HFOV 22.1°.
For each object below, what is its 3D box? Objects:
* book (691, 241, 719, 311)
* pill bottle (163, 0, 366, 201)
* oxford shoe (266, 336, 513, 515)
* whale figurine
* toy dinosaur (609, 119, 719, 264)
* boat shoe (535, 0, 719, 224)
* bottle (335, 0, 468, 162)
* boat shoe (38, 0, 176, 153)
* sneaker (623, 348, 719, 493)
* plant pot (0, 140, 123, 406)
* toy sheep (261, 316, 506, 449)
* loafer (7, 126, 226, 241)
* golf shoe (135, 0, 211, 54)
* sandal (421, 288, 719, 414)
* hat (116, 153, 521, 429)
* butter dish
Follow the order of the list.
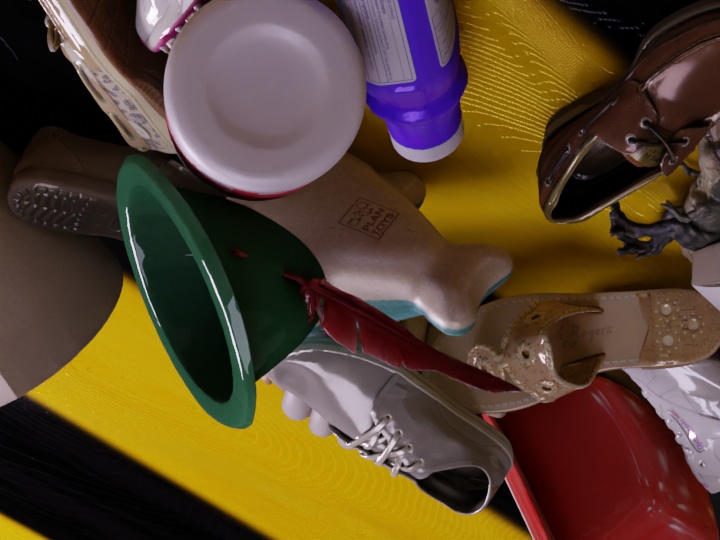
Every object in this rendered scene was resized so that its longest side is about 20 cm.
[{"bbox_3d":[0.322,0.027,1.220,0.133,0.048,0.200,-11,150,35],"label":"book"},{"bbox_3d":[-0.060,-0.098,1.084,0.112,0.113,0.200,18,178,-5],"label":"pill bottle"},{"bbox_3d":[0.022,0.106,1.245,0.199,0.058,0.075,32,140,-23],"label":"oxford shoe"},{"bbox_3d":[0.000,0.000,1.219,0.199,0.159,0.104,19,137,22],"label":"whale figurine"},{"bbox_3d":[0.209,-0.027,1.204,0.088,0.048,0.200,-1,147,12],"label":"toy dinosaur"},{"bbox_3d":[0.177,-0.087,1.102,0.072,0.068,0.200,27,144,-15],"label":"boat shoe"},{"bbox_3d":[0.023,-0.143,1.068,0.065,0.084,0.200,-6,144,9],"label":"bottle"},{"bbox_3d":[-0.159,-0.136,1.160,0.062,0.074,0.200,-6,143,24],"label":"boat shoe"},{"bbox_3d":[0.236,0.098,1.294,0.199,0.075,0.100,29,105,13],"label":"sneaker"},{"bbox_3d":[-0.296,-0.030,1.300,0.186,0.188,0.201,-8,127,31],"label":"plant pot"},{"bbox_3d":[0.013,0.068,1.339,0.199,0.138,0.138,13,147,2],"label":"toy sheep"},{"bbox_3d":[-0.147,-0.056,1.286,0.199,0.068,0.076,15,149,-30],"label":"loafer"},{"bbox_3d":[-0.100,-0.199,1.064,0.092,0.075,0.200,48,149,2],"label":"golf shoe"},{"bbox_3d":[0.138,0.046,1.235,0.210,0.078,0.070,-10,171,9],"label":"sandal"},{"bbox_3d":[-0.032,-0.007,1.120,0.166,0.175,0.201,37,145,52],"label":"hat"},{"bbox_3d":[0.205,0.157,1.380,0.148,0.201,0.199,-36,141,15],"label":"butter dish"}]
